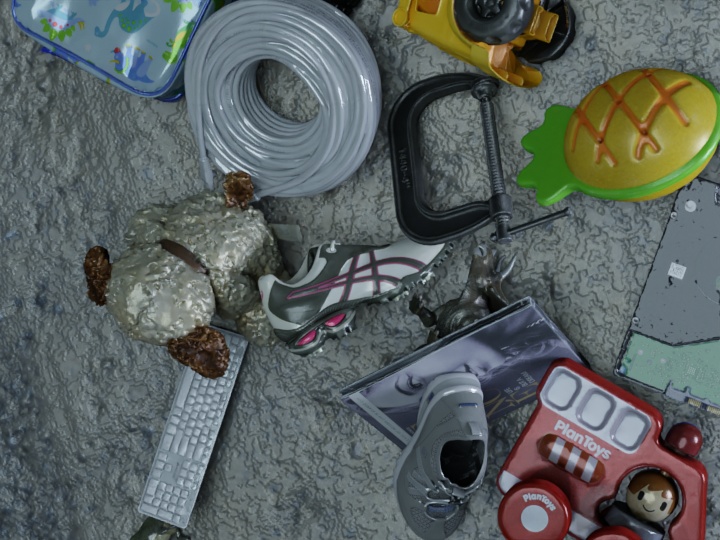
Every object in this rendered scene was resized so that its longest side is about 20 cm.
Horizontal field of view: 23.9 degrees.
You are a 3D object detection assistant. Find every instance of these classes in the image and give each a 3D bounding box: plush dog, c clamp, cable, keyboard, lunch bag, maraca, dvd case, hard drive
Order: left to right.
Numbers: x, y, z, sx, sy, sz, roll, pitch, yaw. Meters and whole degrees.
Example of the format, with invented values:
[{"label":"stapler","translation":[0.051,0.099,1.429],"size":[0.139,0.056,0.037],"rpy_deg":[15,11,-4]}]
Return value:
[{"label":"lunch bag","translation":[-0.236,-0.266,1.682],"size":[0.200,0.082,0.161],"rpy_deg":[29,100,12]},{"label":"plush dog","translation":[-0.164,0.004,1.611],"size":[0.200,0.172,0.161],"rpy_deg":[34,144,10]},{"label":"keyboard","translation":[-0.167,0.155,1.706],"size":[0.056,0.011,0.200],"rpy_deg":[17,85,13]},{"label":"cable","translation":[-0.072,-0.166,1.616],"size":[0.200,0.069,0.200],"rpy_deg":[-2,114,26]},{"label":"dvd case","translation":[0.100,0.104,1.586],"size":[0.200,0.149,0.016],"rpy_deg":[-27,52,16]},{"label":"c clamp","translation":[0.103,-0.105,1.589],"size":[0.171,0.027,0.200],"rpy_deg":[-24,62,24]},{"label":"maraca","translation":[0.234,-0.119,1.546],"size":[0.200,0.107,0.137],"rpy_deg":[-12,48,29]},{"label":"hard drive","translation":[0.330,0.027,1.564],"size":[0.139,0.038,0.200],"rpy_deg":[20,98,14]}]

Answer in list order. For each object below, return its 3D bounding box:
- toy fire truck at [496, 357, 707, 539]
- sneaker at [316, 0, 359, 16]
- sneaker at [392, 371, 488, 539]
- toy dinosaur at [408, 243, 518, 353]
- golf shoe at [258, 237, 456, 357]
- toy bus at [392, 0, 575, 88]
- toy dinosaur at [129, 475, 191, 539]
[{"label":"toy fire truck","translation":[0.229,0.194,1.561],"size":[0.200,0.112,0.168],"rpy_deg":[30,104,11]},{"label":"sneaker","translation":[-0.034,-0.331,1.637],"size":[0.087,0.076,0.200],"rpy_deg":[18,95,29]},{"label":"sneaker","translation":[0.076,0.191,1.587],"size":[0.075,0.082,0.200],"rpy_deg":[-4,131,-11]},{"label":"toy dinosaur","translation":[0.085,0.075,1.613],"size":[0.077,0.102,0.200],"rpy_deg":[49,126,48]},{"label":"golf shoe","translation":[0.000,0.000,1.598],"size":[0.200,0.077,0.088],"rpy_deg":[-32,94,-18]},{"label":"toy bus","translation":[0.109,-0.290,1.570],"size":[0.192,0.136,0.200],"rpy_deg":[24,99,29]},{"label":"toy dinosaur","translation":[-0.216,0.303,1.730],"size":[0.200,0.047,0.088],"rpy_deg":[-50,62,8]}]
